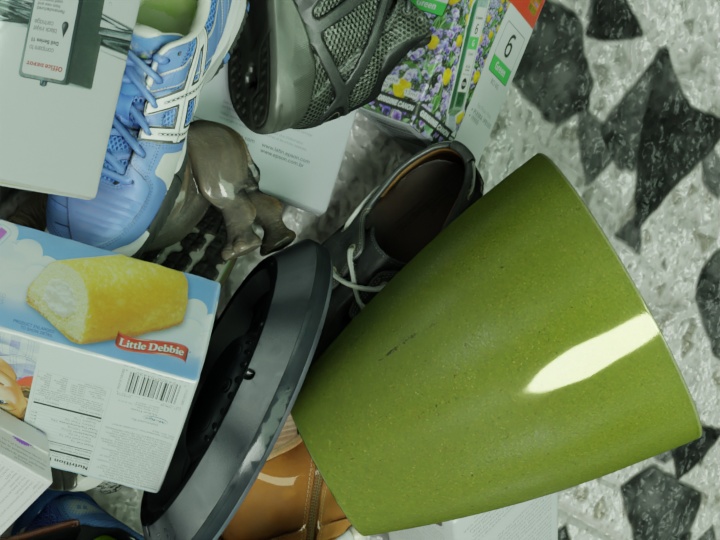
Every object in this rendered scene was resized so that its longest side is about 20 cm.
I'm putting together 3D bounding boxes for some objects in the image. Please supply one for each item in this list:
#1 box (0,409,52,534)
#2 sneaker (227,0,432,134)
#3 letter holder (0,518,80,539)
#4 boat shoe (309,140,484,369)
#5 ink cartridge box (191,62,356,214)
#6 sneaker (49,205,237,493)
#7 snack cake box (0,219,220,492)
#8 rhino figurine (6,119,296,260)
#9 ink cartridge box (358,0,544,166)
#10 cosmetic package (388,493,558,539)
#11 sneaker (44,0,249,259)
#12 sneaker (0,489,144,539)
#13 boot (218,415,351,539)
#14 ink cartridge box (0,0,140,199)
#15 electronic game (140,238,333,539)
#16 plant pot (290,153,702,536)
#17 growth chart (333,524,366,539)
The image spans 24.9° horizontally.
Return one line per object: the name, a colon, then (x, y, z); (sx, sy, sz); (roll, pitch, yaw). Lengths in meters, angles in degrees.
box: (-0.238, 0.153, 0.850); (0.041, 0.039, 0.200); (33, 110, -33)
sneaker: (-0.016, -0.183, 0.949); (0.113, 0.076, 0.202); (-10, 109, -36)
letter holder: (-0.182, 0.242, 0.917); (0.201, 0.101, 0.142); (-53, 162, 20)
boat shoe: (0.000, 0.000, 1.006); (0.072, 0.068, 0.200); (42, 80, 8)
ink cartridge box: (-0.075, -0.157, 0.982); (0.198, 0.040, 0.202); (19, 89, -37)
sneaker: (-0.130, 0.049, 0.987); (0.201, 0.076, 0.089); (-58, 157, -12)
snack cake box: (-0.183, 0.037, 0.847); (0.198, 0.115, 0.068); (16, 51, -8)
rhino figurine: (-0.142, -0.021, 0.921); (0.198, 0.060, 0.088); (-23, 82, -7)
ink cartridge box: (0.073, -0.174, 1.055); (0.109, 0.050, 0.202); (30, 82, -61)
cosmetic package: (0.076, 0.166, 1.092); (0.101, 0.071, 0.201); (-39, 147, -23)
sneaker: (-0.123, -0.094, 0.872); (0.077, 0.075, 0.202); (70, 36, -73)
sneaker: (-0.133, 0.209, 0.991); (0.079, 0.089, 0.200); (-52, 126, -14)
boot: (-0.007, 0.135, 1.071); (0.198, 0.076, 0.157); (-9, 104, -31)
ink cartridge box: (-0.180, -0.148, 0.845); (0.083, 0.146, 0.202); (11, 95, -37)
electronic game: (-0.069, 0.074, 0.911); (0.041, 0.200, 0.201); (27, 84, -13)
plant pot: (0.064, 0.063, 0.948); (0.199, 0.187, 0.188); (-29, 119, 1)
growth chart: (-0.060, 0.239, 1.010); (0.144, 0.018, 0.201); (-35, 155, -43)
